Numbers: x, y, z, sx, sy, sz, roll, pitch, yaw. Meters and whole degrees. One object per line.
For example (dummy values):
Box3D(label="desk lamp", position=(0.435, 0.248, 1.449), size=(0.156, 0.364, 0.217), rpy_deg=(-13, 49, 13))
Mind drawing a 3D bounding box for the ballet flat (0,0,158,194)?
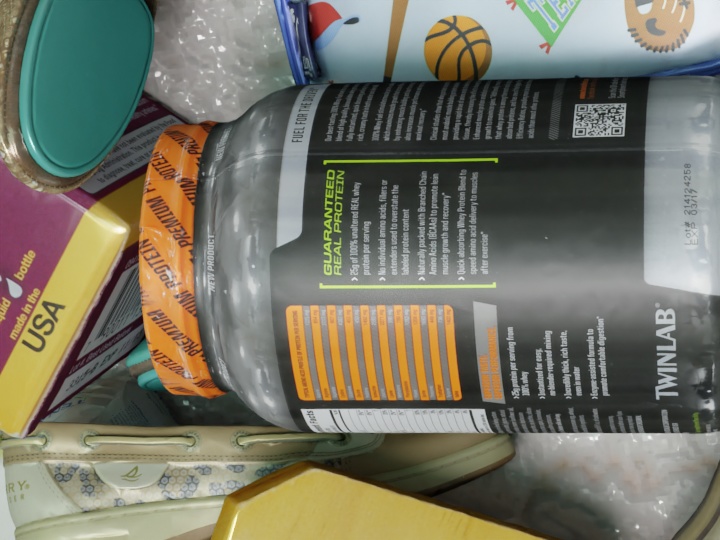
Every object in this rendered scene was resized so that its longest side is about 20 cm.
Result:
Box3D(label="ballet flat", position=(-0.107, -0.111, 0.869), size=(0.065, 0.200, 0.071), rpy_deg=(-6, 142, 33))

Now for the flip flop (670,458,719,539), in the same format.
Box3D(label="flip flop", position=(0.155, 0.101, 0.851), size=(0.058, 0.081, 0.200), rpy_deg=(44, 138, 24))

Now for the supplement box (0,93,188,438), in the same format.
Box3D(label="supplement box", position=(-0.168, -0.043, 0.916), size=(0.200, 0.131, 0.103), rpy_deg=(33, 112, 7))

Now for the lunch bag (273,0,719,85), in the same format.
Box3D(label="lunch bag", position=(0.052, -0.136, 0.852), size=(0.200, 0.076, 0.160), rpy_deg=(-8, 100, 18))

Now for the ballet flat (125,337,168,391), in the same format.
Box3D(label="ballet flat", position=(0.000, 0.000, 0.918), size=(0.200, 0.067, 0.070), rpy_deg=(-10, 81, 19))

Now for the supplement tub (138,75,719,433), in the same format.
Box3D(label="supplement tub", position=(0.032, -0.005, 0.807), size=(0.200, 0.123, 0.123), rpy_deg=(0, 105, 10))

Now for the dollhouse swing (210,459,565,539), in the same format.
Box3D(label="dollhouse swing", position=(-0.020, 0.176, 0.919), size=(0.200, 0.182, 0.176), rpy_deg=(19, 78, -21))

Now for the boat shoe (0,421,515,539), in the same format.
Box3D(label="boat shoe", position=(-0.038, 0.072, 0.909), size=(0.200, 0.073, 0.063), rpy_deg=(-9, 80, -15))

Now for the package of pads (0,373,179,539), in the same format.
Box3D(label="package of pads", position=(-0.137, 0.148, 0.994), size=(0.200, 0.068, 0.155), rpy_deg=(-30, 95, 20))
